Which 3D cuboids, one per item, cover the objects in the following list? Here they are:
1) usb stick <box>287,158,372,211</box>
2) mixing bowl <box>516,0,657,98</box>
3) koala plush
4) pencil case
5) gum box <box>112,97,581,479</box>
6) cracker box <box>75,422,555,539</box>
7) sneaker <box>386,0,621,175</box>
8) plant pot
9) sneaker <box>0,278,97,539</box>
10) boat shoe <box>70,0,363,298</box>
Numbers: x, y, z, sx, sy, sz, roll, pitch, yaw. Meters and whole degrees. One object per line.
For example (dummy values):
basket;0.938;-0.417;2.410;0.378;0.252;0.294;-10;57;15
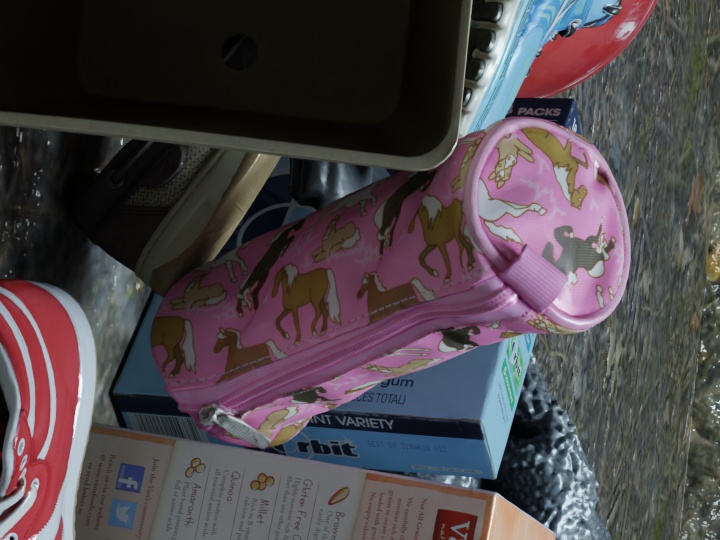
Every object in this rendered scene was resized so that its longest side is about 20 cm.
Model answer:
usb stick;-0.006;-0.124;1.051;0.055;0.033;0.200;-3;98;-67
mixing bowl;0.047;-0.165;1.135;0.108;0.200;0.200;-47;141;-69
koala plush;0.002;0.122;1.144;0.177;0.200;0.184;87;-23;-60
pencil case;0.009;0.008;0.888;0.083;0.200;0.087;10;65;-41
gum box;0.000;0.000;1.088;0.045;0.170;0.200;74;26;-45
cracker box;-0.031;0.109;0.964;0.134;0.200;0.058;42;57;-70
sneaker;0.078;-0.116;1.035;0.090;0.078;0.200;27;88;-35
plant pot;-0.051;-0.134;0.858;0.177;0.200;0.200;50;47;-84
sneaker;-0.135;0.101;0.830;0.112;0.071;0.200;18;70;-78
boat shoe;-0.048;-0.086;0.976;0.200;0.065;0.072;-58;179;-4
